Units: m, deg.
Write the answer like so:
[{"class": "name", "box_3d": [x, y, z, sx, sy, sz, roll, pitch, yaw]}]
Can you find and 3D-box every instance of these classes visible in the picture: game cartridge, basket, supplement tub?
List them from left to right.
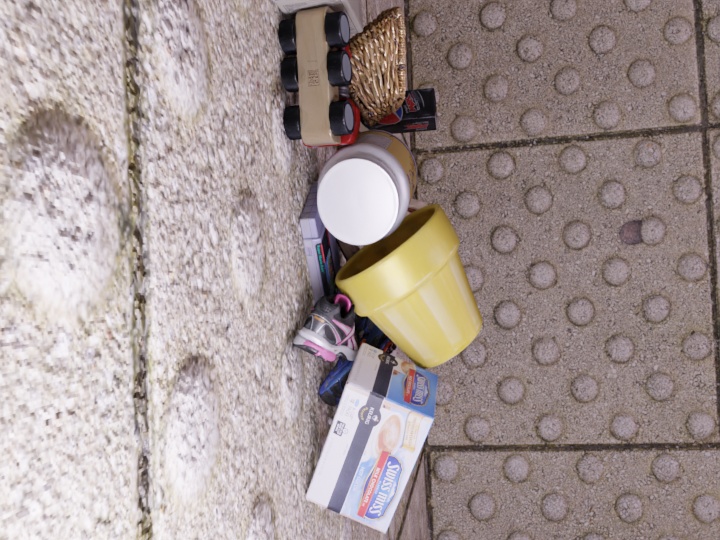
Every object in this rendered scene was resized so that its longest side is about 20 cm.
[{"class": "game cartridge", "box_3d": [-0.058, -0.023, 1.077, 0.131, 0.037, 0.205, -86, 169, -57]}, {"class": "supplement tub", "box_3d": [0.012, -0.130, 1.032, 0.201, 0.140, 0.150, -65, 150, -67]}, {"class": "basket", "box_3d": [0.036, -0.350, 1.157, 0.144, 0.147, 0.201, 54, 5, -18]}]

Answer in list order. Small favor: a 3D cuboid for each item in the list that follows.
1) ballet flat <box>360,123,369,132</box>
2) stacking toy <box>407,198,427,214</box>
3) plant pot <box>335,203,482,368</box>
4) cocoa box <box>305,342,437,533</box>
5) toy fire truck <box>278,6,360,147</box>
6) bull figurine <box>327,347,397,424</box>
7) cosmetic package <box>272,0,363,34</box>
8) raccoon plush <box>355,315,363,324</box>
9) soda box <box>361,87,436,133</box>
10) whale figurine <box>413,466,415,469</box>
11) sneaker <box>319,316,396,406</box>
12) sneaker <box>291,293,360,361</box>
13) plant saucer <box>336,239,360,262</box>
[{"class": "ballet flat", "box_3d": [-0.019, -0.258, 1.288, 0.200, 0.067, 0.072, 36, 51, -67]}, {"class": "stacking toy", "box_3d": [0.154, -0.122, 2.198, 0.148, 0.141, 0.205, -77, 177, -58]}, {"class": "plant pot", "box_3d": [0.089, 0.034, 1.023, 0.191, 0.198, 0.201, 54, 17, -10]}, {"class": "cocoa box", "box_3d": [0.020, 0.240, 0.964, 0.134, 0.128, 0.205, -61, 171, -70]}, {"class": "toy fire truck", "box_3d": [-0.051, -0.274, 0.996, 0.199, 0.125, 0.183, -17, 104, -70]}, {"class": "bull figurine", "box_3d": [0.008, 0.189, 1.146, 0.066, 0.117, 0.206, 72, 18, -59]}, {"class": "cosmetic package", "box_3d": [-0.060, -0.410, 0.968, 0.200, 0.100, 0.090, -30, 115, -81]}, {"class": "raccoon plush", "box_3d": [-0.007, 0.060, 1.322, 0.203, 0.096, 0.134, 61, 13, 23]}, {"class": "soda box", "box_3d": [0.060, -0.324, 1.376, 0.071, 0.193, 0.066, 47, 41, -75]}, {"class": "whale figurine", "box_3d": [0.034, 0.322, 1.181, 0.205, 0.156, 0.104, -66, -169, -16]}, {"class": "sneaker", "box_3d": [-0.005, 0.140, 1.103, 0.200, 0.077, 0.077, -47, 136, -30]}, {"class": "sneaker", "box_3d": [-0.031, 0.079, 0.977, 0.088, 0.079, 0.200, -65, 171, 1]}, {"class": "plant saucer", "box_3d": [0.000, 0.000, 1.203, 0.204, 0.029, 0.200, 62, -3, 5]}]
